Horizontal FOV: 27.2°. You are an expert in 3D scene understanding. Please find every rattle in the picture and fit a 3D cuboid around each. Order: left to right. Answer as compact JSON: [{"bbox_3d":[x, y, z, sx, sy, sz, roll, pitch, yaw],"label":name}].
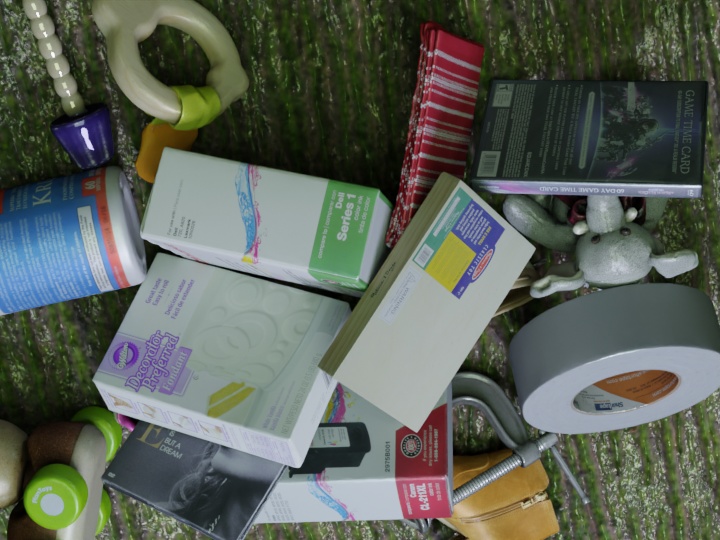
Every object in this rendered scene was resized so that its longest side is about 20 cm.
[{"bbox_3d":[-0.203,-0.201,1.343,0.200,0.143,0.130,46,67,-2],"label":"rattle"}]

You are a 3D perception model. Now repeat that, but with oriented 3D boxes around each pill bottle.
[{"bbox_3d":[-0.303,-0.021,1.351,0.198,0.112,0.113,-13,110,-2],"label":"pill bottle"}]

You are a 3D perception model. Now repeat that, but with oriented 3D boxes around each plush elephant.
[{"bbox_3d":[0.220,-0.047,1.364,0.164,0.155,0.201,-17,109,0],"label":"plush elephant"}]

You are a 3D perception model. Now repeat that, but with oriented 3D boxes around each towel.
[{"bbox_3d":[0.068,-0.114,1.325,0.022,0.144,0.202,11,95,21],"label":"towel"}]

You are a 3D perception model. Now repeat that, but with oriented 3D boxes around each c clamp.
[{"bbox_3d":[0.099,0.185,1.434,0.199,0.027,0.172,-23,73,-15],"label":"c clamp"}]

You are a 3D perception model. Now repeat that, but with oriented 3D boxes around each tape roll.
[{"bbox_3d":[0.242,0.086,1.398,0.199,0.067,0.201,-7,153,-4],"label":"tape roll"}]

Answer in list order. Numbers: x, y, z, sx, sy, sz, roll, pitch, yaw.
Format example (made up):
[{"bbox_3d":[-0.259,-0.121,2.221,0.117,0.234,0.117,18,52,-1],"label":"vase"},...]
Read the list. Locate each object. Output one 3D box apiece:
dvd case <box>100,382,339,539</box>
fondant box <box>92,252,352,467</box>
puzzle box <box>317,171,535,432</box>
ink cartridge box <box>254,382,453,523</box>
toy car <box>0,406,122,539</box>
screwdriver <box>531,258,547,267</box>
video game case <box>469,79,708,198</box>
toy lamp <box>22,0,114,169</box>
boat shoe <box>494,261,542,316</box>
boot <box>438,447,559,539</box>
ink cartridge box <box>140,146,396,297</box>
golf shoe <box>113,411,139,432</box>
[{"bbox_3d":[-0.122,0.138,1.354,0.148,0.201,0.016,21,152,23],"label":"dvd case"},{"bbox_3d":[-0.121,0.078,1.348,0.199,0.145,0.058,14,151,19],"label":"fondant box"},{"bbox_3d":[0.061,0.030,1.291,0.133,0.025,0.201,37,84,-44],"label":"puzzle box"},{"bbox_3d":[-0.015,0.152,1.387,0.198,0.147,0.083,-3,146,6],"label":"ink cartridge box"},{"bbox_3d":[-0.345,0.204,1.407,0.198,0.164,0.159,12,108,1],"label":"toy car"},{"bbox_3d":[0.093,0.034,1.453,0.199,0.028,0.029,-22,140,-1],"label":"screwdriver"},{"bbox_3d":[0.205,-0.120,1.321,0.198,0.143,0.019,3,136,13],"label":"video game case"},{"bbox_3d":[-0.272,-0.187,1.327,0.058,0.058,0.201,-20,110,2],"label":"toy lamp"},{"bbox_3d":[0.087,0.032,1.371,0.199,0.065,0.071,-28,155,-29],"label":"boat shoe"},{"bbox_3d":[0.107,0.203,1.497,0.143,0.071,0.202,-28,97,-12],"label":"boot"},{"bbox_3d":[-0.073,-0.039,1.311,0.199,0.145,0.085,12,84,13],"label":"ink cartridge box"},{"bbox_3d":[-0.162,0.161,1.438,0.199,0.092,0.076,30,102,-15],"label":"golf shoe"}]
